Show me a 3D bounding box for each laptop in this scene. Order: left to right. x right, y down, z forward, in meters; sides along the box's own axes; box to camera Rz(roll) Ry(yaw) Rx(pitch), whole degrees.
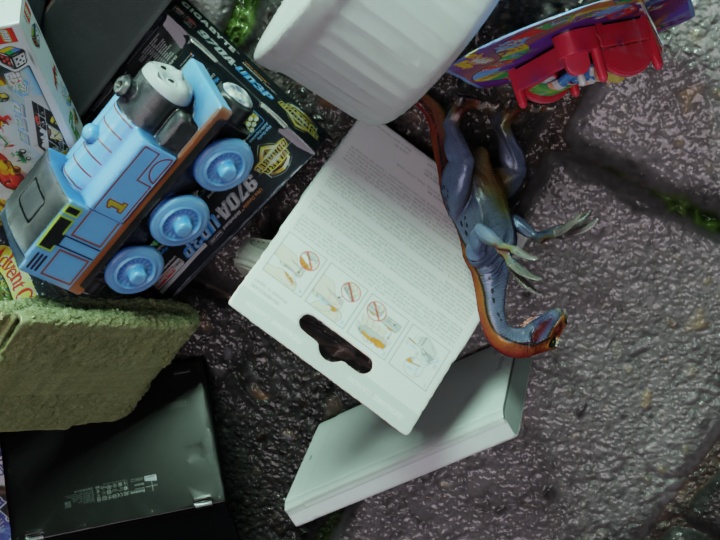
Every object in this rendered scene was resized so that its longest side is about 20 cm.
[{"bbox_3d":[-0.207,0.202,1.147,0.186,0.116,0.201,-11,75,-2],"label":"laptop"}]

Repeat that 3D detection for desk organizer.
[{"bbox_3d":[-0.211,-0.188,0.960,0.072,0.077,0.200,25,123,-34],"label":"desk organizer"}]

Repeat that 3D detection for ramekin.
[{"bbox_3d":[0.025,-0.193,0.853,0.098,0.201,0.201,35,118,-14],"label":"ramekin"}]

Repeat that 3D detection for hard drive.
[{"bbox_3d":[0.040,0.127,1.034,0.199,0.132,0.026,-27,107,23],"label":"hard drive"}]

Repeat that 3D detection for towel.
[{"bbox_3d":[-0.230,0.072,1.005,0.148,0.199,0.037,-48,59,29],"label":"towel"}]

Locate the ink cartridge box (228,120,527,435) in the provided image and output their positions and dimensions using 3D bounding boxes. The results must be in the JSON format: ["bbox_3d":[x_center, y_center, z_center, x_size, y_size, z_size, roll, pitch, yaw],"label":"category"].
[{"bbox_3d":[0.013,0.003,0.948,0.160,0.200,0.047,36,151,-4],"label":"ink cartridge box"}]

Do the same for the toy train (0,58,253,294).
[{"bbox_3d":[-0.165,-0.066,0.931,0.200,0.087,0.114,-47,138,16],"label":"toy train"}]

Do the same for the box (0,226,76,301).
[{"bbox_3d":[-0.330,0.015,1.064,0.136,0.038,0.200,-40,84,7],"label":"box"}]

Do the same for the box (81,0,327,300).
[{"bbox_3d":[-0.150,-0.090,1.022,0.159,0.046,0.200,42,117,-8],"label":"box"}]

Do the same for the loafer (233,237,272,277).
[{"bbox_3d":[0.000,0.000,1.025,0.199,0.070,0.070,13,75,2],"label":"loafer"}]

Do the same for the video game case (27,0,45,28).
[{"bbox_3d":[-0.280,-0.288,0.914,0.180,0.025,0.201,24,110,26],"label":"video game case"}]

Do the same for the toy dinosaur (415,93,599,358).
[{"bbox_3d":[0.099,-0.034,0.942,0.200,0.105,0.182,22,110,52],"label":"toy dinosaur"}]

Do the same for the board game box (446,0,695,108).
[{"bbox_3d":[0.146,-0.134,0.847,0.157,0.200,0.039,-17,87,16],"label":"board game box"}]

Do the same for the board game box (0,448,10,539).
[{"bbox_3d":[-0.273,0.197,1.195,0.200,0.034,0.136,-34,104,24],"label":"board game box"}]

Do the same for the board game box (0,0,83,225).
[{"bbox_3d":[-0.272,-0.108,0.934,0.126,0.035,0.200,-8,143,4],"label":"board game box"}]
